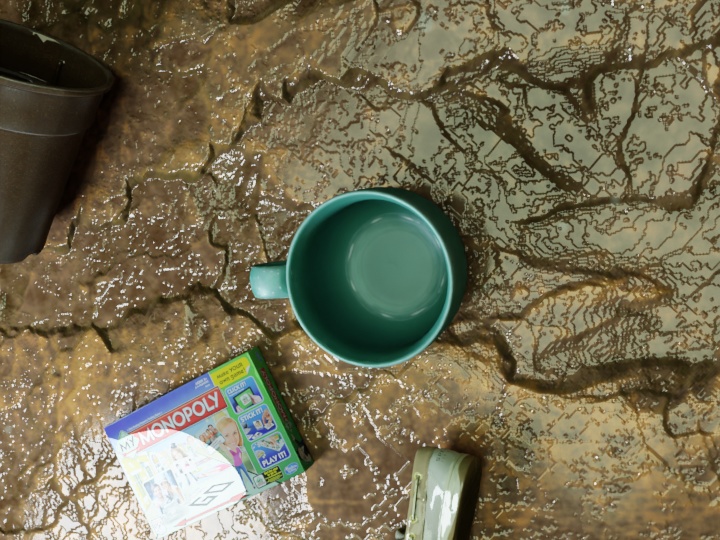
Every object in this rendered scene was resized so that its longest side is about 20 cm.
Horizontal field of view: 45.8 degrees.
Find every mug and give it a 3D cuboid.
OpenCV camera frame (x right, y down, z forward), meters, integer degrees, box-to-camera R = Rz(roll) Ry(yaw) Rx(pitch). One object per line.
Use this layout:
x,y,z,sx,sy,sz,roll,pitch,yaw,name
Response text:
0.009,-0.007,0.779,0.183,0.114,0.154,31,105,12,mug

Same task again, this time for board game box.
-0.163,0.184,0.900,0.198,0.029,0.136,-28,89,18,board game box

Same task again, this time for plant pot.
-0.369,-0.128,0.851,0.198,0.200,0.201,27,112,12,plant pot

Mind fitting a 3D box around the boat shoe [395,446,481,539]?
0.065,0.264,0.823,0.066,0.074,0.204,17,100,27,boat shoe
